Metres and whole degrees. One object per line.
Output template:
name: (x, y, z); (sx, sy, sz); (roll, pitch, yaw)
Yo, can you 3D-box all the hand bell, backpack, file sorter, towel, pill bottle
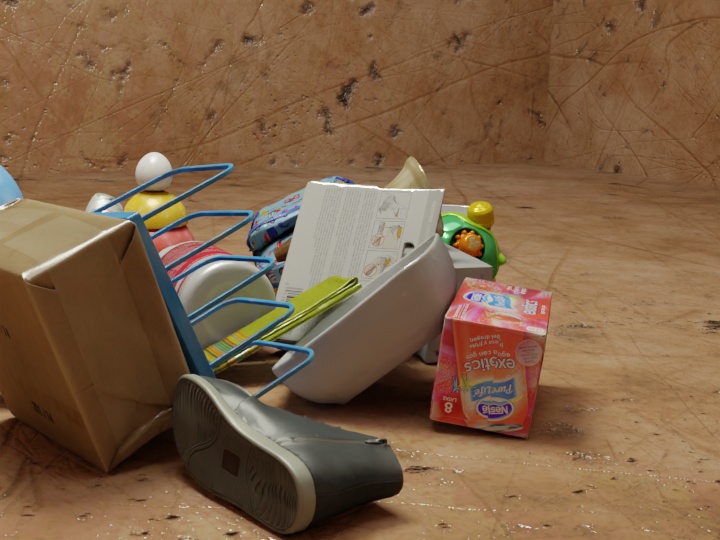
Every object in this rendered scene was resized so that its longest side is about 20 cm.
hand bell: (-0.010, -0.052, 1.445); (0.199, 0.105, 0.104); (-23, 14, -7)
backpack: (-0.059, -0.022, 1.554); (0.182, 0.135, 0.200); (-24, 16, 10)
file sorter: (-0.148, 0.017, 1.067); (0.122, 0.201, 0.138); (-33, 20, -31)
towel: (-0.097, 0.055, 1.265); (0.199, 0.018, 0.086); (-30, 16, -19)
pill bottle: (-0.181, 0.027, 1.384); (0.112, 0.113, 0.200); (-3, 12, -25)

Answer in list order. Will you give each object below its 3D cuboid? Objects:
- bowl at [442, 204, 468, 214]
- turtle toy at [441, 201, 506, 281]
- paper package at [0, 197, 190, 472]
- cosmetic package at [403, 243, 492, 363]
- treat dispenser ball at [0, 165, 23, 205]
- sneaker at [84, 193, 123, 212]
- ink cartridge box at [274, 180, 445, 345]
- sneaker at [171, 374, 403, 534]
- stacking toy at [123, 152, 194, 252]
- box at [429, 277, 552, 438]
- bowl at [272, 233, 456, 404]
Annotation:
bowl: (0.121, -0.068, 2.043); (0.199, 0.075, 0.200); (2, 10, 3)
turtle toy: (0.104, -0.017, 1.673); (0.199, 0.147, 0.101); (4, 31, 16)
paper package: (-0.248, 0.048, 1.015); (0.103, 0.192, 0.199); (-32, 26, -32)
cosmetic package: (0.086, 0.032, 1.416); (0.081, 0.114, 0.200); (-1, 12, -15)
treat dispenser ball: (-0.544, -0.065, 1.586); (0.199, 0.202, 0.201); (2, 10, 0)
sneaker: (-0.274, -0.001, 1.312); (0.077, 0.201, 0.100); (7, 45, -10)
ink cartridge box: (0.000, 0.000, 1.355); (0.175, 0.201, 0.045); (5, -22, 23)
sneaker: (-0.062, 0.137, 0.925); (0.106, 0.075, 0.200); (-1, 22, -39)
stacking toy: (-0.271, -0.055, 1.583); (0.145, 0.201, 0.146); (2, 9, 0)
box: (0.130, 0.079, 1.165); (0.094, 0.103, 0.200); (10, 12, 9)
bowl: (0.016, 0.056, 1.192); (0.200, 0.075, 0.200); (-36, 2, 11)
